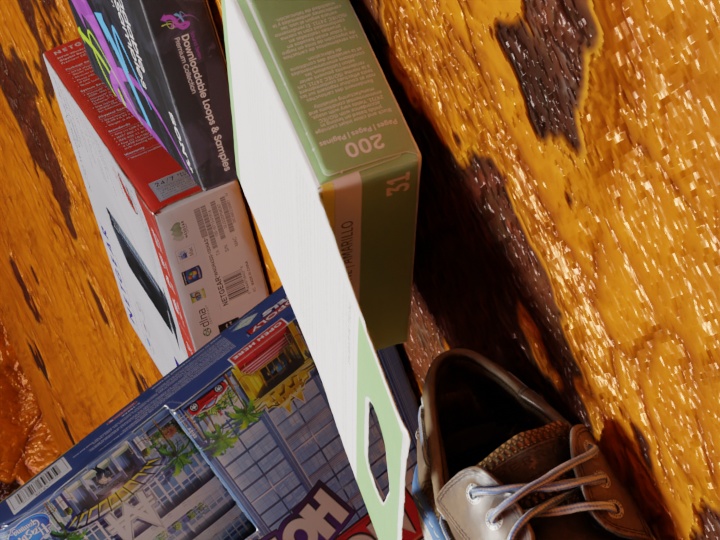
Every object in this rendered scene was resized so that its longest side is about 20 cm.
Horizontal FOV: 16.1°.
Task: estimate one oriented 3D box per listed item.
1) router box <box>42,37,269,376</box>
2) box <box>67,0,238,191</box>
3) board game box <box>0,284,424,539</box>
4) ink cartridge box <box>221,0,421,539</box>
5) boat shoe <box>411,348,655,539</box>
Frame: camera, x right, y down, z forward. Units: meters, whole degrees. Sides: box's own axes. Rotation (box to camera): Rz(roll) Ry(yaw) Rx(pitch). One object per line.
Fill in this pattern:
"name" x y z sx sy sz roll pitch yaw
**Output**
"router box" -0.100 -0.008 1.395 0.180 0.049 0.201 52 161 49
"box" -0.113 -0.136 1.249 0.200 0.036 0.144 42 152 60
"board game box" -0.029 0.132 1.117 0.200 0.200 0.062 54 172 -15
"ink cartridge box" 0.000 0.000 0.950 0.146 0.048 0.201 91 158 -61
"boat shoe" 0.058 0.090 0.852 0.200 0.072 0.073 -135 26 -59
